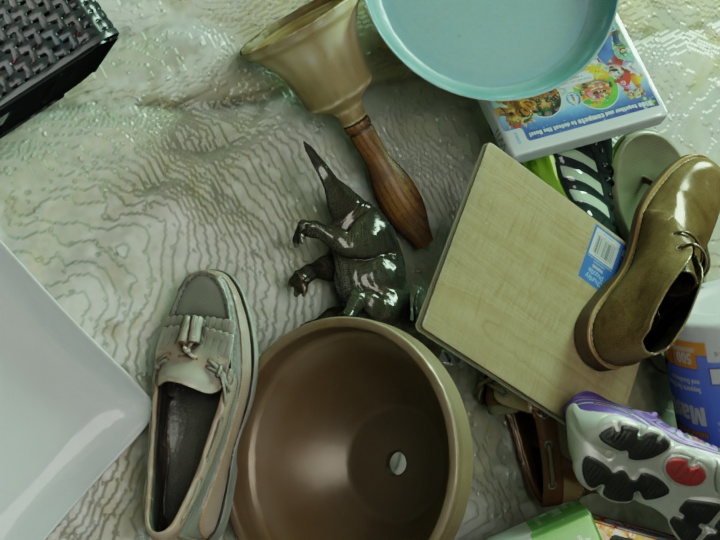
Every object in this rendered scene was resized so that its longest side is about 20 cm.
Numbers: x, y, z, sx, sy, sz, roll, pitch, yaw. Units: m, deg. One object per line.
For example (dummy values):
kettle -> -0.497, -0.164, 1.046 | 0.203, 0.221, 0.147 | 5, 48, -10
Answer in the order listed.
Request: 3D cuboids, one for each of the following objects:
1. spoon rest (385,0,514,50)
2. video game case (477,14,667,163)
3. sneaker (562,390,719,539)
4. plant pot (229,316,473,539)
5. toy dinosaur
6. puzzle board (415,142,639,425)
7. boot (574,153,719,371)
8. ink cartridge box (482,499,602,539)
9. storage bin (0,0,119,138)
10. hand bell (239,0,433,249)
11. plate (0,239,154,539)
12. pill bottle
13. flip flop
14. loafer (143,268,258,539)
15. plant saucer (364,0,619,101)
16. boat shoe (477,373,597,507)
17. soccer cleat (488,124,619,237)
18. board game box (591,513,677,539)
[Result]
spoon rest -> 0.099, -0.242, 1.270 | 0.099, 0.061, 0.200 | 44, 62, 10
video game case -> 0.140, -0.187, 1.298 | 0.142, 0.018, 0.201 | -15, 69, -21
sneaker -> 0.233, 0.141, 1.205 | 0.199, 0.084, 0.081 | 31, 109, -22
plant pot -> 0.006, 0.137, 1.173 | 0.092, 0.199, 0.203 | 12, 76, -55
toy dinosaur -> 0.000, 0.000, 1.237 | 0.102, 0.077, 0.201 | -17, 75, -40
puzzle board -> 0.137, 0.022, 1.213 | 0.199, 0.017, 0.152 | 33, 67, -28
boot -> 0.238, -0.009, 1.233 | 0.074, 0.075, 0.201 | 43, 62, -21
ink cartridge box -> 0.097, 0.272, 1.181 | 0.198, 0.084, 0.147 | -22, 87, 1
storage bin -> -0.275, -0.132, 1.112 | 0.199, 0.135, 0.094 | -38, 95, -20
hand bell -> 0.001, -0.104, 1.249 | 0.104, 0.104, 0.201 | -36, 108, -20
plate -> -0.269, 0.100, 1.118 | 0.200, 0.032, 0.200 | -49, 115, -18
pill bottle -> 0.302, 0.116, 1.281 | 0.111, 0.112, 0.202 | -19, 106, -21
flip flop -> 0.249, -0.016, 1.324 | 0.080, 0.058, 0.202 | -5, 85, -20
loafer -> -0.117, 0.096, 1.163 | 0.071, 0.063, 0.202 | 1, 83, 22
plant saucer -> 0.095, -0.219, 1.228 | 0.198, 0.027, 0.202 | 2, 77, -7
boat shoe -> 0.129, 0.087, 1.259 | 0.073, 0.076, 0.202 | -23, 90, -18
soccer cleat -> 0.176, -0.062, 1.302 | 0.081, 0.067, 0.202 | -25, 88, -22
board game box -> 0.241, 0.282, 1.248 | 0.198, 0.046, 0.153 | 16, 89, -4
